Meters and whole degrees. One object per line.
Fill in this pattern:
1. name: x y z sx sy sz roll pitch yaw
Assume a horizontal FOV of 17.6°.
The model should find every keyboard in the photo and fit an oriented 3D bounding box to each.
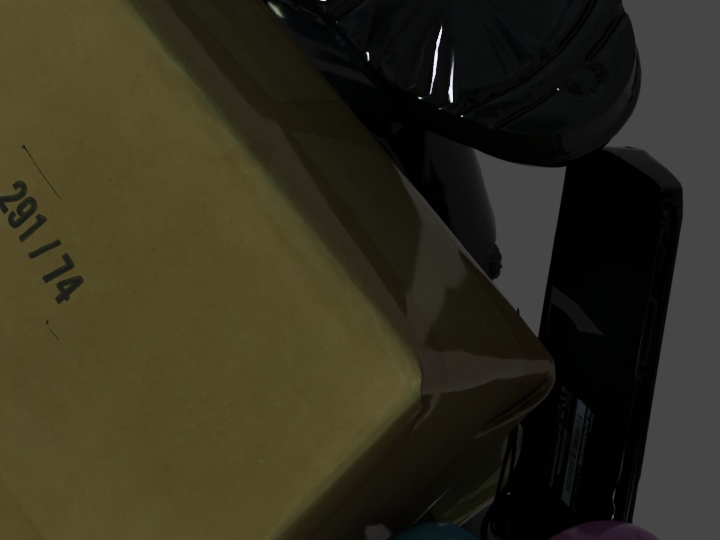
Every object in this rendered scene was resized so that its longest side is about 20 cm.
1. keyboard: 0.081 0.055 0.770 0.104 0.039 0.202 -134 49 -63

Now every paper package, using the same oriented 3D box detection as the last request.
1. paper package: -0.077 0.018 0.684 0.200 0.191 0.103 50 -161 17

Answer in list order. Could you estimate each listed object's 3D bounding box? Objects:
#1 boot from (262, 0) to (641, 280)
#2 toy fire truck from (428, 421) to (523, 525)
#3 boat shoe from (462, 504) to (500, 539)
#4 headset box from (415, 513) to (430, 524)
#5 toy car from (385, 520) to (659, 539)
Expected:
1. boot: 0.018 -0.051 0.771 0.198 0.073 0.163 32 155 32
2. toy fire truck: 0.000 0.000 0.924 0.201 0.128 0.176 54 175 -4
3. boat shoe: 0.002 0.159 1.016 0.203 0.074 0.065 -57 -6 -23
4. headset box: -0.047 0.117 0.845 0.199 0.092 0.175 1 115 60
5. toy car: 0.052 0.144 0.635 0.199 0.175 0.151 32 93 41
